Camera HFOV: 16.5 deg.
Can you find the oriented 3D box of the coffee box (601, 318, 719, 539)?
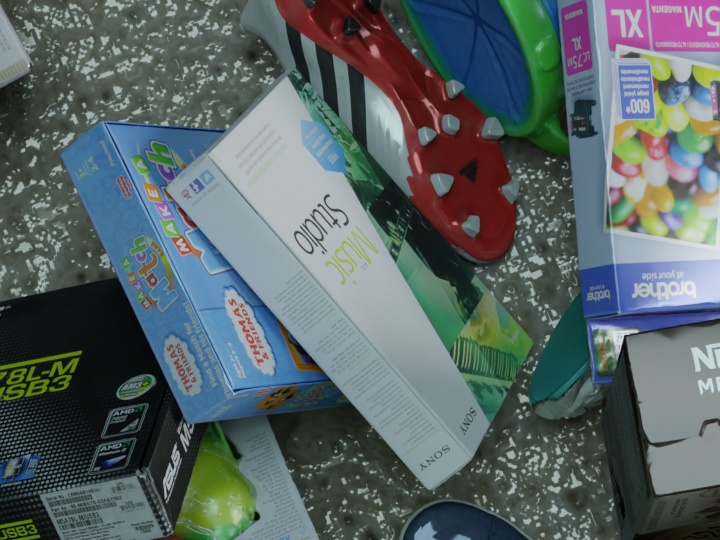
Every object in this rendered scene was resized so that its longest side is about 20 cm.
[{"bbox_3d":[0.184,0.082,1.223,0.112,0.200,0.080,-9,75,0],"label":"coffee box"}]

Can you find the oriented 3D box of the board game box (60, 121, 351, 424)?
[{"bbox_3d":[-0.053,-0.001,1.262,0.037,0.200,0.152,-34,74,25],"label":"board game box"}]

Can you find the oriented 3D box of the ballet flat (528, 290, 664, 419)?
[{"bbox_3d":[0.164,0.002,1.318,0.071,0.072,0.201,29,80,9],"label":"ballet flat"}]

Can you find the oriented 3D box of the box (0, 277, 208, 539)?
[{"bbox_3d":[-0.171,0.076,1.237,0.199,0.048,0.194,-11,32,16],"label":"box"}]

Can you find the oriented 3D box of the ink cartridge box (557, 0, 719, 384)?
[{"bbox_3d":[0.166,-0.045,1.267,0.119,0.042,0.201,-2,87,-27],"label":"ink cartridge box"}]

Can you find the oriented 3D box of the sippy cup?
[{"bbox_3d":[0.105,-0.162,1.333,0.130,0.178,0.140,-33,40,-17],"label":"sippy cup"}]

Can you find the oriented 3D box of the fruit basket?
[{"bbox_3d":[-0.112,0.151,1.242,0.184,0.094,0.200,-24,49,-4],"label":"fruit basket"}]

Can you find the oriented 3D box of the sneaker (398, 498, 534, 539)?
[{"bbox_3d":[0.096,0.191,1.258,0.075,0.085,0.200,-42,77,-8],"label":"sneaker"}]

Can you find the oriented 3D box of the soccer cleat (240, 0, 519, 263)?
[{"bbox_3d":[0.011,-0.085,1.347,0.200,0.085,0.069,51,57,-9],"label":"soccer cleat"}]

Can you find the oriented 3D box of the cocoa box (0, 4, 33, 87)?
[{"bbox_3d":[-0.278,-0.166,1.309,0.131,0.133,0.201,-29,102,-5],"label":"cocoa box"}]

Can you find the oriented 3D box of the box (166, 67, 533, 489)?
[{"bbox_3d":[0.000,0.000,1.259,0.036,0.144,0.200,-37,98,26],"label":"box"}]
